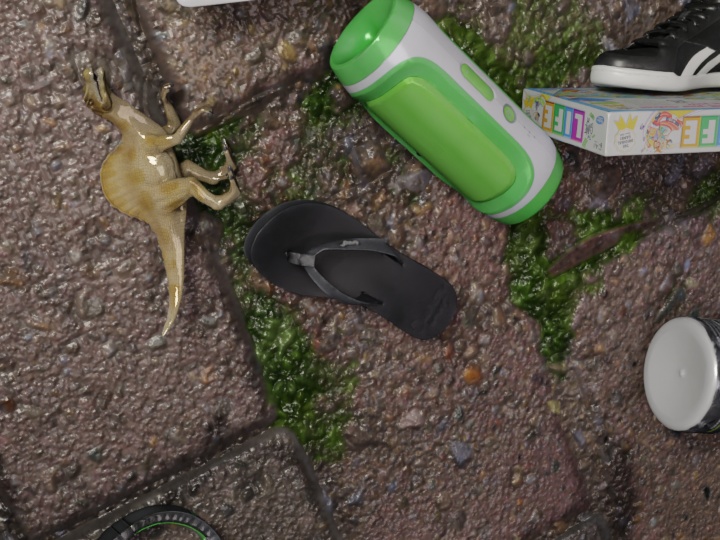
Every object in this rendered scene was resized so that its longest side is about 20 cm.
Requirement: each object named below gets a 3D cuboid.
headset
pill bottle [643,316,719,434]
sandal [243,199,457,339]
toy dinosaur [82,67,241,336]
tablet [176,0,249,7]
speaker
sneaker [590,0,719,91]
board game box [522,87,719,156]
[{"bbox_3d":[-0.201,0.277,0.883,0.199,0.094,0.125,-38,112,-24],"label":"headset"},{"bbox_3d":[0.378,0.105,1.028,0.197,0.106,0.108,7,103,-23],"label":"pill bottle"},{"bbox_3d":[0.001,0.000,0.882,0.198,0.043,0.077,21,97,-25],"label":"sandal"},{"bbox_3d":[-0.142,-0.063,0.811,0.100,0.058,0.203,-18,104,0],"label":"toy dinosaur"},{"bbox_3d":[-0.075,-0.288,0.733,0.128,0.014,0.203,-11,111,-19],"label":"tablet"},{"bbox_3d":[0.070,-0.123,0.847,0.199,0.088,0.089,39,90,-26],"label":"speaker"},{"bbox_3d":[0.278,-0.212,0.919,0.197,0.073,0.114,-7,105,-28],"label":"sneaker"},{"bbox_3d":[0.251,-0.126,0.893,0.197,0.134,0.035,-4,107,-20],"label":"board game box"}]
